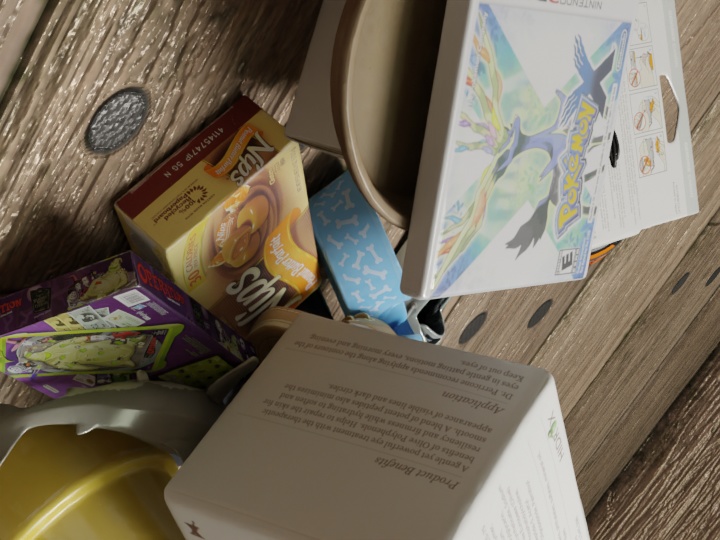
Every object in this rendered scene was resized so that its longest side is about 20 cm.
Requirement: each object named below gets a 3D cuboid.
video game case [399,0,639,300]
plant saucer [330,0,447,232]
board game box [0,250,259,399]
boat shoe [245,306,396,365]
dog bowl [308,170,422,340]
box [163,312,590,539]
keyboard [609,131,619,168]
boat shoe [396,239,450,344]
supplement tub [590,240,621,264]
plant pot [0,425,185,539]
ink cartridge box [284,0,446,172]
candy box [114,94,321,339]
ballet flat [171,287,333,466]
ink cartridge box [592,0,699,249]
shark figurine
[{"bbox_3d":[0.102,-0.086,0.852,0.182,0.022,0.201,-6,110,-49],"label":"video game case"},{"bbox_3d":[0.049,-0.121,0.814,0.200,0.029,0.201,-23,122,-42],"label":"plant saucer"},{"bbox_3d":[-0.153,0.050,0.886,0.120,0.032,0.200,-23,156,8],"label":"board game box"},{"bbox_3d":[0.000,0.070,1.036,0.200,0.069,0.074,29,134,-29],"label":"boat shoe"},{"bbox_3d":[0.000,0.000,1.092,0.049,0.112,0.200,-23,156,-3],"label":"dog bowl"},{"bbox_3d":[0.020,0.168,0.906,0.171,0.198,0.200,-52,140,-35],"label":"box"},{"bbox_3d":[0.171,-0.143,1.089,0.127,0.021,0.201,-9,97,-54],"label":"keyboard"},{"bbox_3d":[0.047,0.040,1.288,0.070,0.071,0.201,-14,141,-56],"label":"boat shoe"},{"bbox_3d":[0.198,-0.082,1.313,0.123,0.122,0.200,-46,158,-8],"label":"supplement tub"},{"bbox_3d":[-0.184,0.228,0.998,0.201,0.189,0.201,-41,158,-21],"label":"plant pot"},{"bbox_3d":[0.057,-0.128,0.912,0.200,0.083,0.146,13,94,-52],"label":"ink cartridge box"},{"bbox_3d":[-0.091,-0.016,0.954,0.115,0.055,0.200,-42,158,-18],"label":"candy box"},{"bbox_3d":[-0.087,0.098,1.133,0.200,0.073,0.073,-54,158,12],"label":"ballet flat"},{"bbox_3d":[0.208,-0.128,1.175,0.173,0.043,0.201,-16,101,-40],"label":"ink cartridge box"},{"bbox_3d":[-0.141,0.113,0.898,0.214,0.090,0.128,9,146,-46],"label":"shark figurine"}]
